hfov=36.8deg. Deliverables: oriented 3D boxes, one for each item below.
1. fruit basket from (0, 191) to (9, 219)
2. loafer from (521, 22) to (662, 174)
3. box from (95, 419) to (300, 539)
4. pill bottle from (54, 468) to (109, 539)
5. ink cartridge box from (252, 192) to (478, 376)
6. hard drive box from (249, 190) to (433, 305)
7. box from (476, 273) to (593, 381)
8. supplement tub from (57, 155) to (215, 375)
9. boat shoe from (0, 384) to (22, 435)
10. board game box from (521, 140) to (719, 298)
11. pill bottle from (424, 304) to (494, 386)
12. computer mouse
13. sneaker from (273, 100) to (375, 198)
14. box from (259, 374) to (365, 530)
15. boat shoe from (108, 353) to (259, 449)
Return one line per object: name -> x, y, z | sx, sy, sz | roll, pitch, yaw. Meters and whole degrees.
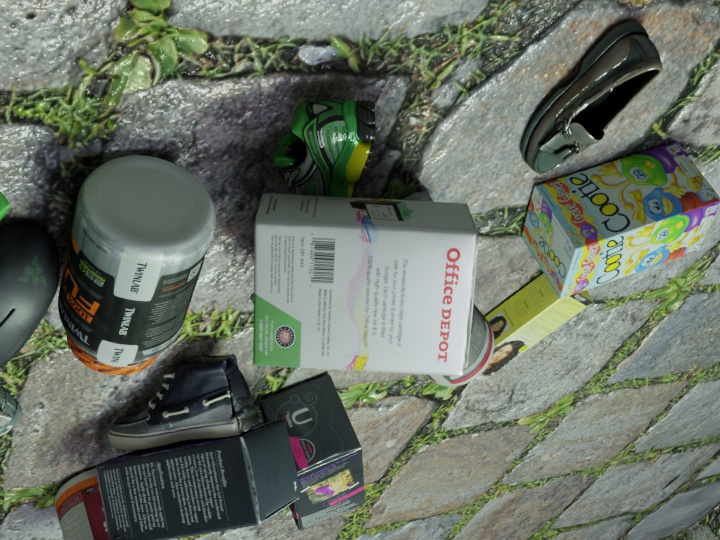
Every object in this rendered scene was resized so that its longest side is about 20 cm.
fruit basket -> -0.404, -0.041, 0.817 | 0.214, 0.156, 0.217 | 5, 118, 9
loafer -> 0.241, -0.167, 1.141 | 0.072, 0.063, 0.200 | -1, 141, -35
box -> -0.193, 0.258, 1.314 | 0.199, 0.105, 0.148 | -13, 177, 14
pill bottle -> -0.316, 0.362, 1.382 | 0.109, 0.201, 0.110 | -19, 149, -12
ink cartridge box -> 0.003, 0.012, 1.004 | 0.199, 0.084, 0.146 | 3, 112, 0
hard drive box -> 0.000, 0.000, 1.137 | 0.199, 0.077, 0.156 | -31, 179, 10
box -> 0.219, 0.075, 1.497 | 0.200, 0.050, 0.075 | -40, 146, 21
supplement tub -> -0.212, 0.002, 1.000 | 0.122, 0.123, 0.200 | -7, 143, -29
boat shoe -> -0.423, 0.182, 1.072 | 0.200, 0.073, 0.062 | -37, 144, 6
board game box -> 0.313, -0.062, 1.310 | 0.199, 0.105, 0.103 | -18, 148, -15
pill bottle -> 0.086, 0.062, 1.322 | 0.110, 0.111, 0.200 | -31, 149, 8
computer mouse -> -0.333, 0.052, 0.972 | 0.138, 0.053, 0.201 | 32, 89, -43
sneaker -> -0.044, -0.097, 1.042 | 0.085, 0.078, 0.200 | 8, 144, -9
box -> -0.064, 0.253, 1.481 | 0.106, 0.123, 0.200 | -20, 148, -12
boat shoe -> -0.219, 0.153, 1.283 | 0.199, 0.093, 0.075 | -11, -172, 19
